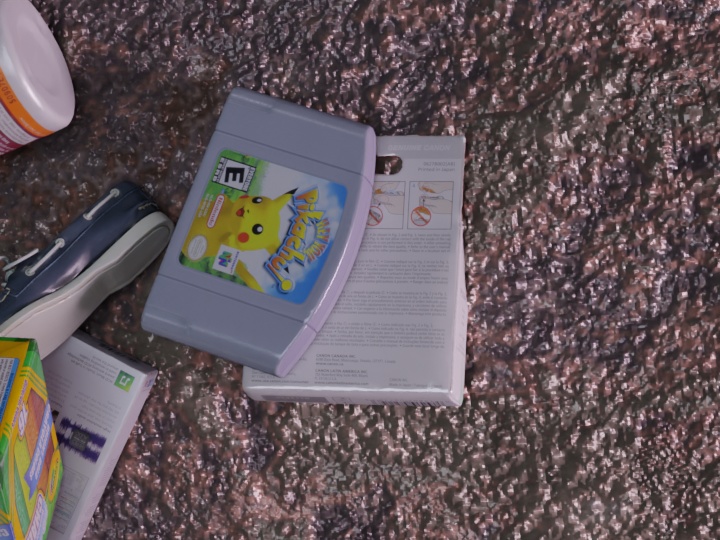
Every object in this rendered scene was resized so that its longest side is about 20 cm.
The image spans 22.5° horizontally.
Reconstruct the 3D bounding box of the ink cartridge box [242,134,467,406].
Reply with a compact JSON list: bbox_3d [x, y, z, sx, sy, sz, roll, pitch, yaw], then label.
[{"bbox_3d":[0.000,0.000,1.361,0.161,0.050,0.200,1,74,12],"label":"ink cartridge box"}]

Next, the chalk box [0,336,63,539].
[{"bbox_3d":[-0.292,0.156,1.316,0.124,0.125,0.200,2,136,4],"label":"chalk box"}]

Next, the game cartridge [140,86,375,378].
[{"bbox_3d":[-0.068,-0.029,1.342,0.133,0.040,0.200,18,80,12],"label":"game cartridge"}]

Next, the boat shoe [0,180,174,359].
[{"bbox_3d":[-0.233,0.007,1.365,0.200,0.075,0.062,-42,70,-11],"label":"boat shoe"}]

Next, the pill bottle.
[{"bbox_3d":[-0.331,-0.126,1.383,0.200,0.114,0.114,-22,87,11],"label":"pill bottle"}]

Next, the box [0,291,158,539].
[{"bbox_3d":[-0.263,0.136,1.417,0.144,0.036,0.200,27,95,10],"label":"box"}]
